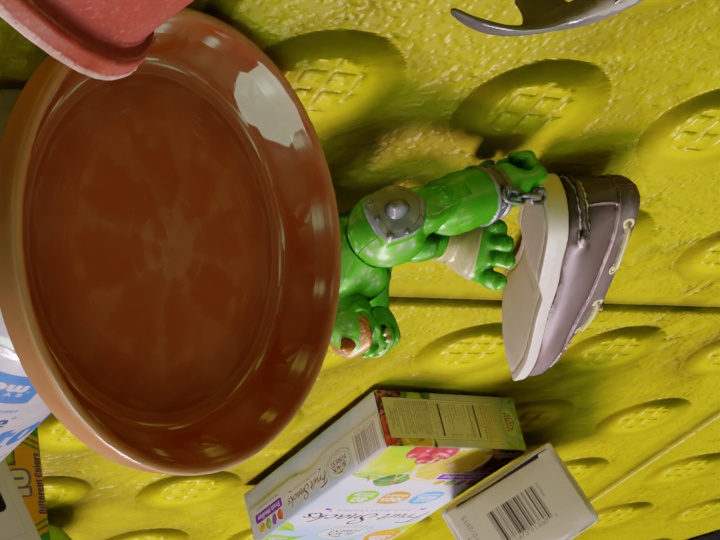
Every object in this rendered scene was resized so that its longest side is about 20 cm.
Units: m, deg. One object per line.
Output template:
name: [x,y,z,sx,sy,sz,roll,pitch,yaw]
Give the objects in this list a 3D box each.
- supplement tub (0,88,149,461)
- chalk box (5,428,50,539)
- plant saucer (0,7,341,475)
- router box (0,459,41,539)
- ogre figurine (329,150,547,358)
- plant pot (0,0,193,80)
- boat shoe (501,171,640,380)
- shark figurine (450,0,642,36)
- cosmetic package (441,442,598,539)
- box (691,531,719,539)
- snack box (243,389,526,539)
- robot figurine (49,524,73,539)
supplement tub: [-0.191,0.019,0.679,0.132,0.132,0.200,8,147,-36]
chalk box: [-0.315,0.160,0.898,0.200,0.125,0.124,3,149,-32]
plant saucer: [-0.080,-0.012,0.610,0.032,0.201,0.200,-3,163,37]
router box: [-0.273,0.125,0.726,0.049,0.180,0.200,-34,168,33]
ogre figurine: [0.000,0.000,0.782,0.200,0.098,0.120,-14,176,35]
plant pot: [-0.027,-0.180,0.329,0.195,0.201,0.201,-28,151,10]
boat shoe: [0.126,0.008,0.875,0.059,0.072,0.200,-7,147,-7]
shark figurine: [0.119,-0.164,0.543,0.128,0.090,0.215,20,144,8]
cosmetic package: [0.132,0.196,1.149,0.105,0.071,0.200,-33,170,1]
box: [0.452,0.439,1.712,0.123,0.199,0.200,-19,153,11]
snack box: [0.018,0.164,1.139,0.142,0.053,0.200,8,145,-36]
robot figurine: [-0.302,0.259,1.101,0.200,0.116,0.176,0,138,-26]
